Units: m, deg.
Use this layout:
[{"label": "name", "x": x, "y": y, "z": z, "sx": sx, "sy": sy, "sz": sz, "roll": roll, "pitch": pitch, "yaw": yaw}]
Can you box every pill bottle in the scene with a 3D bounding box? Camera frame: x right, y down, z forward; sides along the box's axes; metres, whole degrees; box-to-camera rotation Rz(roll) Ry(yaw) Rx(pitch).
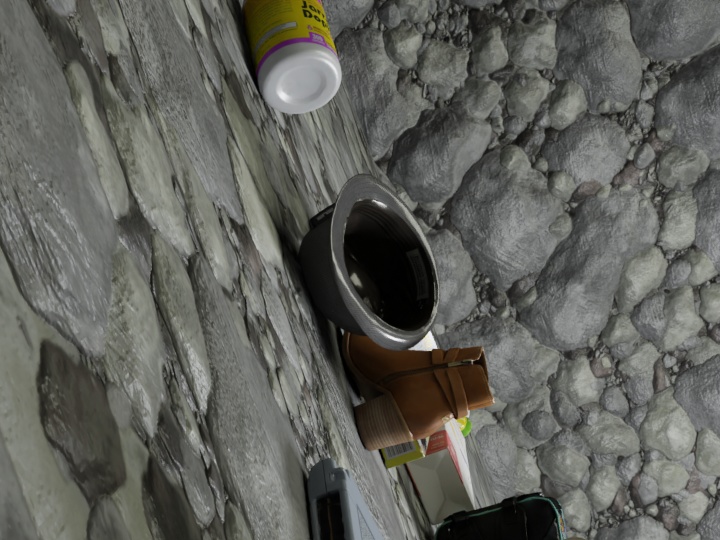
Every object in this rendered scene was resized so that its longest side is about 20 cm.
[{"label": "pill bottle", "x": -0.091, "y": -0.298, "z": 1.588, "sx": 0.105, "sy": 0.103, "sz": 0.201, "roll": 62, "pitch": 10, "yaw": -52}]

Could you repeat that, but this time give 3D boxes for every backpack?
[{"label": "backpack", "x": 0.198, "y": 0.401, "z": 1.617, "sx": 0.153, "sy": 0.174, "sz": 0.202, "roll": 46, "pitch": 29, "yaw": -66}]

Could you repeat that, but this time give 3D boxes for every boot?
[{"label": "boot", "x": 0.065, "y": 0.109, "z": 1.435, "sx": 0.201, "sy": 0.153, "sz": 0.074, "roll": -104, "pitch": 171, "yaw": -47}]

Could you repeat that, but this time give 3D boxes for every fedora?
[{"label": "fedora", "x": 0.000, "y": 0.000, "z": 1.378, "sx": 0.200, "sy": 0.090, "sz": 0.178, "roll": 39, "pitch": 49, "yaw": -38}]

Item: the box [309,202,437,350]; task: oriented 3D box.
[{"label": "box", "x": 0.021, "y": 0.030, "z": 1.565, "sx": 0.158, "sy": 0.048, "sz": 0.201, "roll": 39, "pitch": -23, "yaw": 57}]

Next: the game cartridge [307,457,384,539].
[{"label": "game cartridge", "x": 0.003, "y": 0.258, "z": 0.977, "sx": 0.201, "sy": 0.041, "sz": 0.134, "roll": -101, "pitch": 174, "yaw": -55}]

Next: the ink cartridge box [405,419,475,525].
[{"label": "ink cartridge box", "x": 0.102, "y": 0.238, "z": 1.756, "sx": 0.201, "sy": 0.067, "sz": 0.117, "roll": -94, "pitch": 163, "yaw": -62}]

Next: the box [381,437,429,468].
[{"label": "box", "x": 0.051, "y": 0.185, "z": 1.568, "sx": 0.200, "sy": 0.050, "sz": 0.076, "roll": -39, "pitch": 109, "yaw": -84}]

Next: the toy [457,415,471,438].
[{"label": "toy", "x": 0.105, "y": 0.200, "z": 1.939, "sx": 0.200, "sy": 0.047, "sz": 0.116, "roll": 43, "pitch": 49, "yaw": -43}]

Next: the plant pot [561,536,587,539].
[{"label": "plant pot", "x": 0.076, "y": 0.315, "z": 0.781, "sx": 0.178, "sy": 0.197, "sz": 0.201, "roll": 79, "pitch": -3, "yaw": -49}]
